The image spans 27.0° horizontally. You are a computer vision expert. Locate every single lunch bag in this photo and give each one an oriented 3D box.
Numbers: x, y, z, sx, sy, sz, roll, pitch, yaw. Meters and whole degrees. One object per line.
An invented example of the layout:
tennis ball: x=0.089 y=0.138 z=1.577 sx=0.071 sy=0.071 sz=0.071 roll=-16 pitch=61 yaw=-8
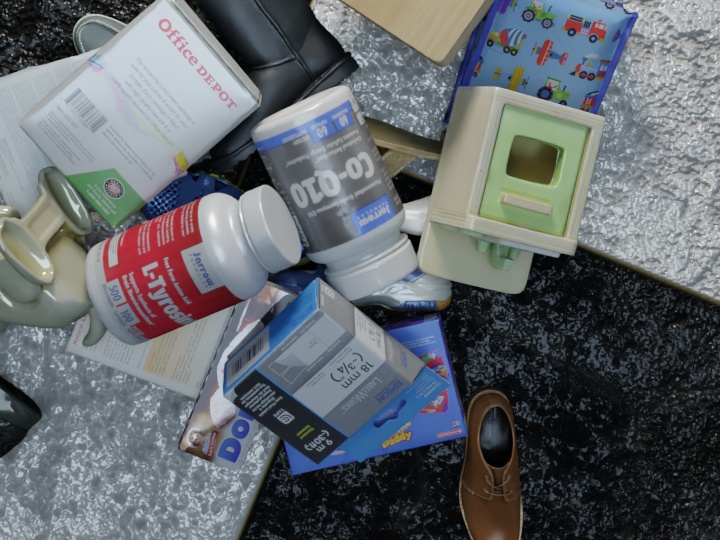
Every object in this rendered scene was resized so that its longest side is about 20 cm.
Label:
lunch bag: x=0.187 y=-0.211 z=1.616 sx=0.150 sy=0.094 sz=0.201 roll=17 pitch=106 yaw=-6

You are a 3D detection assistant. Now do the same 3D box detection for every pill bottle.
pill bottle: x=-0.166 y=-0.009 z=1.501 sx=0.200 sy=0.112 sz=0.113 roll=-23 pitch=97 yaw=17
pill bottle: x=-0.022 y=-0.077 z=1.536 sx=0.114 sy=0.114 sz=0.200 roll=-25 pitch=101 yaw=0

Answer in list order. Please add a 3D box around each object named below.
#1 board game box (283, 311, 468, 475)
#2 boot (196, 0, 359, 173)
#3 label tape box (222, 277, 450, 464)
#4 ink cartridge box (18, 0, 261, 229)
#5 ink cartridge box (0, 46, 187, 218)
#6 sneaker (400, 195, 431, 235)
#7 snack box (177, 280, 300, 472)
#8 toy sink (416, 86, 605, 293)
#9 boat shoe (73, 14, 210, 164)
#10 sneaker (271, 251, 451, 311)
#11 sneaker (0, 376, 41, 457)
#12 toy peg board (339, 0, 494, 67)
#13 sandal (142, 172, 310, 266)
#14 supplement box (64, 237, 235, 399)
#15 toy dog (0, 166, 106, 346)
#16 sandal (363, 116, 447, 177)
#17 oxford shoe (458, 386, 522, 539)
board game box: x=0.006 y=0.135 z=1.645 sx=0.199 sy=0.045 sz=0.135 roll=-13 pitch=97 yaw=6
boot: x=-0.123 y=-0.225 z=1.595 sx=0.200 sy=0.076 sz=0.168 roll=-40 pitch=100 yaw=-5
label tape box: x=-0.020 y=0.123 z=1.545 sx=0.200 sy=0.063 sz=0.144 roll=39 pitch=111 yaw=-23
ink cartridge box: x=-0.219 y=-0.165 z=1.516 sx=0.200 sy=0.088 sz=0.145 roll=-39 pitch=103 yaw=9
ink cartridge box: x=-0.300 y=-0.146 z=1.591 sx=0.199 sy=0.047 sz=0.161 roll=-18 pitch=105 yaw=5
sneaker: x=0.124 y=-0.079 z=1.629 sx=0.199 sy=0.075 sz=0.089 roll=-2 pitch=99 yaw=-13
snack box: x=-0.123 y=0.109 z=1.585 sx=0.072 sy=0.024 sz=0.201 roll=22 pitch=96 yaw=-7
toy sink: x=0.153 y=-0.077 z=1.537 sx=0.130 sy=0.112 sz=0.201 roll=14 pitch=93 yaw=-20
boat shoe: x=-0.232 y=-0.196 z=1.602 sx=0.073 sy=0.062 sz=0.200 roll=-41 pitch=96 yaw=4
sneaker: x=0.000 y=0.000 z=1.637 sx=0.199 sy=0.075 sz=0.088 roll=1 pitch=87 yaw=-11
sneaker: x=-0.456 y=0.137 z=1.620 sx=0.199 sy=0.076 sz=0.114 roll=40 pitch=87 yaw=-11
toy peg board: x=0.083 y=-0.327 z=1.552 sx=0.199 sy=0.098 sz=0.200 roll=37 pitch=94 yaw=26
sandal: x=-0.138 y=-0.055 z=1.611 sx=0.199 sy=0.087 sz=0.080 roll=13 pitch=97 yaw=-2
supplement box: x=-0.203 y=0.059 z=1.625 sx=0.199 sy=0.074 sz=0.126 roll=22 pitch=96 yaw=-6
toy dog: x=-0.368 y=0.007 z=1.564 sx=0.200 sy=0.140 sz=0.194 roll=-20 pitch=124 yaw=31
sandal: x=0.036 y=-0.119 z=1.617 sx=0.211 sy=0.078 sz=0.070 roll=8 pitch=113 yaw=3
oxford shoe: x=0.146 y=0.235 z=1.663 sx=0.071 sy=0.071 sz=0.201 roll=-6 pitch=98 yaw=-4
